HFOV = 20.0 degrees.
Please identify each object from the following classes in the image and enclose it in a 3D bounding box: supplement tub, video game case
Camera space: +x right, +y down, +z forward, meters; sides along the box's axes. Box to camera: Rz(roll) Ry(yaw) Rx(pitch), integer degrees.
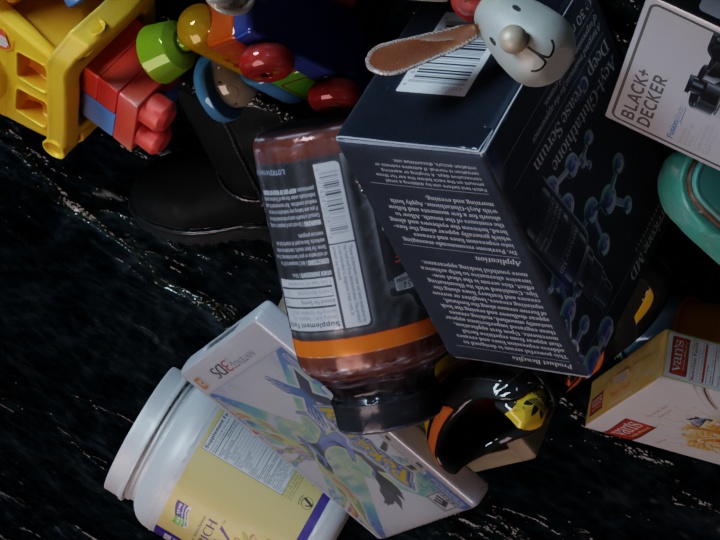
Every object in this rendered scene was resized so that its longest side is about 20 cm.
[{"bbox_3d":[-0.109,0.187,1.792,0.199,0.146,0.146,30,150,2],"label":"supplement tub"},{"bbox_3d":[-0.023,0.111,1.444,0.200,0.022,0.182,40,156,-7],"label":"video game case"},{"bbox_3d":[0.000,0.000,1.312,0.106,0.107,0.202,-3,103,45],"label":"supplement tub"}]

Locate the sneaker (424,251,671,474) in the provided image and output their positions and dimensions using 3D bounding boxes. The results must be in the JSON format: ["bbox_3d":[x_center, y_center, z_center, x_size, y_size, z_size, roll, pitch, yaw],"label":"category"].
[{"bbox_3d":[0.123,0.064,1.327,0.199,0.090,0.070,-36,116,24],"label":"sneaker"}]

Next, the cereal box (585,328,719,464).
[{"bbox_3d":[0.264,0.098,1.351,0.198,0.040,0.144,15,160,-8],"label":"cereal box"}]

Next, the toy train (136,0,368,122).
[{"bbox_3d":[-0.092,-0.148,1.246,0.115,0.085,0.199,-15,159,33],"label":"toy train"}]

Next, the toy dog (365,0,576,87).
[{"bbox_3d":[0.023,-0.174,1.126,0.198,0.133,0.096,14,-171,27],"label":"toy dog"}]

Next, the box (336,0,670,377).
[{"bbox_3d":[0.094,-0.058,1.236,0.106,0.149,0.201,8,143,35],"label":"box"}]

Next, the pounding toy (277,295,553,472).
[{"bbox_3d":[0.049,0.065,1.505,0.183,0.143,0.200,-17,124,40],"label":"pounding toy"}]

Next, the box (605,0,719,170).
[{"bbox_3d":[0.245,-0.096,1.131,0.199,0.060,0.117,27,150,8],"label":"box"}]

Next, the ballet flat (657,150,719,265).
[{"bbox_3d":[0.257,-0.010,1.259,0.200,0.067,0.070,42,173,-18],"label":"ballet flat"}]

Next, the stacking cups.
[{"bbox_3d":[0.200,0.035,1.376,0.198,0.061,0.061,6,142,31],"label":"stacking cups"}]

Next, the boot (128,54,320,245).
[{"bbox_3d":[-0.098,-0.091,1.442,0.197,0.074,0.163,7,145,25],"label":"boot"}]

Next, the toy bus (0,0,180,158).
[{"bbox_3d":[-0.189,-0.167,1.320,0.191,0.136,0.201,36,150,13],"label":"toy bus"}]
